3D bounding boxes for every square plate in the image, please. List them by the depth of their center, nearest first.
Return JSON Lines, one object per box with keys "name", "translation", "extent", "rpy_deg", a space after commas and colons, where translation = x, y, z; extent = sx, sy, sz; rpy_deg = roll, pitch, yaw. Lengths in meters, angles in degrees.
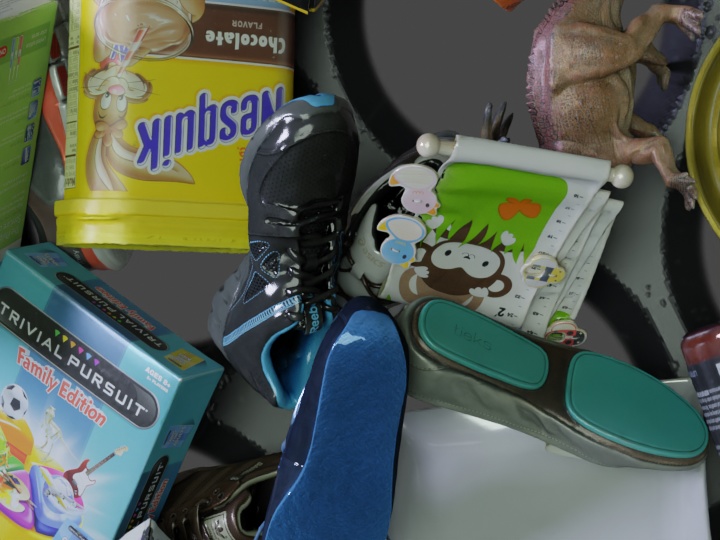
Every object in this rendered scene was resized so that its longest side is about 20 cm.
{"name": "square plate", "translation": [0.108, 0.154, 1.442], "extent": [0.200, 0.028, 0.198], "rpy_deg": [-7, 45, 11]}

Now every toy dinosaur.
{"name": "toy dinosaur", "translation": [0.123, -0.101, 1.433], "extent": [0.135, 0.086, 0.200], "rpy_deg": [4, 87, -11]}

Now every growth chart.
{"name": "growth chart", "translation": [0.079, -0.007, 1.422], "extent": [0.145, 0.200, 0.018], "rpy_deg": [2, 49, -7]}

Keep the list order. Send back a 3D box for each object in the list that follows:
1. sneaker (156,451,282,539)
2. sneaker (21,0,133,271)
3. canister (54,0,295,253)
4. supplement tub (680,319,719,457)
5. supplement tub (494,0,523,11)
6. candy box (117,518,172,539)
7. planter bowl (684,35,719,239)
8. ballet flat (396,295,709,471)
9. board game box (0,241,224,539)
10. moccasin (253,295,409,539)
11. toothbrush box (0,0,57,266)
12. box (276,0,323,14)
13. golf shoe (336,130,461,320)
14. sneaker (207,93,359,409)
{"name": "sneaker", "translation": [-0.088, 0.152, 1.520], "extent": [0.200, 0.076, 0.071], "rpy_deg": [-24, 86, 12]}
{"name": "sneaker", "translation": [-0.205, -0.091, 1.547], "extent": [0.082, 0.077, 0.200], "rpy_deg": [-14, 87, 20]}
{"name": "canister", "translation": [-0.110, -0.112, 1.492], "extent": [0.148, 0.087, 0.200], "rpy_deg": [2, 88, -27]}
{"name": "supplement tub", "translation": [0.267, 0.114, 1.420], "extent": [0.107, 0.107, 0.200], "rpy_deg": [-21, 87, 13]}
{"name": "supplement tub", "translation": [0.124, -0.256, 1.439], "extent": [0.200, 0.123, 0.123], "rpy_deg": [-46, 81, 11]}
{"name": "candy box", "translation": [-0.117, 0.265, 1.489], "extent": [0.136, 0.061, 0.200], "rpy_deg": [-36, 112, 15]}
{"name": "planter bowl", "translation": [0.285, -0.080, 1.423], "extent": [0.200, 0.083, 0.201], "rpy_deg": [0, 91, 13]}
{"name": "ballet flat", "translation": [0.108, 0.075, 1.443], "extent": [0.200, 0.067, 0.064], "rpy_deg": [23, 140, -7]}
{"name": "board game box", "translation": [-0.188, 0.107, 1.518], "extent": [0.151, 0.047, 0.200], "rpy_deg": [34, 113, 24]}
{"name": "moccasin", "translation": [-0.008, 0.110, 1.428], "extent": [0.080, 0.068, 0.200], "rpy_deg": [16, 111, -10]}
{"name": "toothbrush box", "translation": [-0.264, -0.066, 1.464], "extent": [0.086, 0.146, 0.200], "rpy_deg": [17, 112, 17]}
{"name": "box", "translation": [-0.051, -0.258, 1.458], "extent": [0.160, 0.049, 0.200], "rpy_deg": [23, 53, 13]}
{"name": "golf shoe", "translation": [0.000, 0.000, 1.488], "extent": [0.078, 0.094, 0.200], "rpy_deg": [34, 100, 9]}
{"name": "sneaker", "translation": [-0.032, -0.010, 1.427], "extent": [0.082, 0.073, 0.200], "rpy_deg": [55, 142, 43]}
